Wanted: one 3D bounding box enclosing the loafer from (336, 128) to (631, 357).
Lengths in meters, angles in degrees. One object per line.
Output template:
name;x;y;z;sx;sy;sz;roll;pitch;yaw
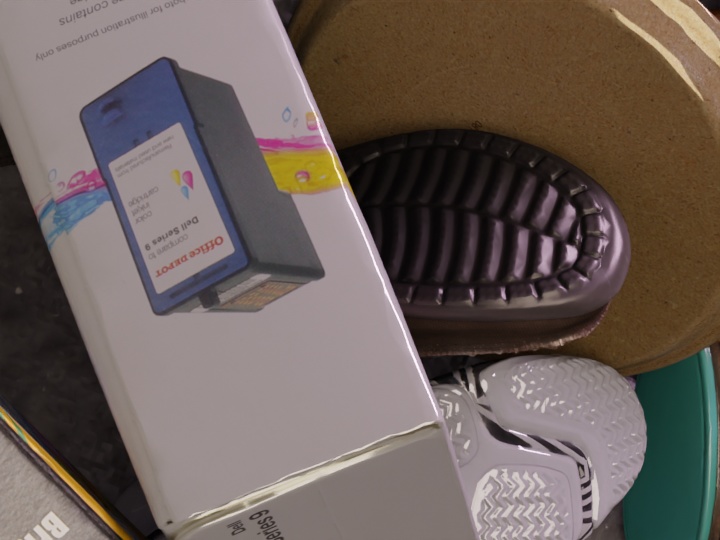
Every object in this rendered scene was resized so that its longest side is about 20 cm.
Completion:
loafer;0.000;0.000;0.977;0.071;0.200;0.073;60;40;-48

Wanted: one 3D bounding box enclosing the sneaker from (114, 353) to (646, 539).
sneaker;-0.006;0.078;0.997;0.200;0.115;0.075;-24;103;-17

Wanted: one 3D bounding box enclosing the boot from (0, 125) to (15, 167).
boot;-0.078;-0.133;0.978;0.200;0.069;0.174;-22;109;-8

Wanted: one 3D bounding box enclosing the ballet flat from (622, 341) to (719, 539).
ballet flat;0.128;0.115;1.056;0.068;0.068;0.200;6;94;-28

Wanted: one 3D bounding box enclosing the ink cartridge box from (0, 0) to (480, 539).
ink cartridge box;-0.041;-0.004;0.856;0.087;0.145;0.200;-21;68;0

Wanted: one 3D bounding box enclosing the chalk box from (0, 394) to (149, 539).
chalk box;-0.125;0.097;0.809;0.124;0.124;0.200;-44;107;-6

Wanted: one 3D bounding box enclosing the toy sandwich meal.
toy sandwich meal;0.070;-0.049;0.991;0.205;0.070;0.205;14;129;18
